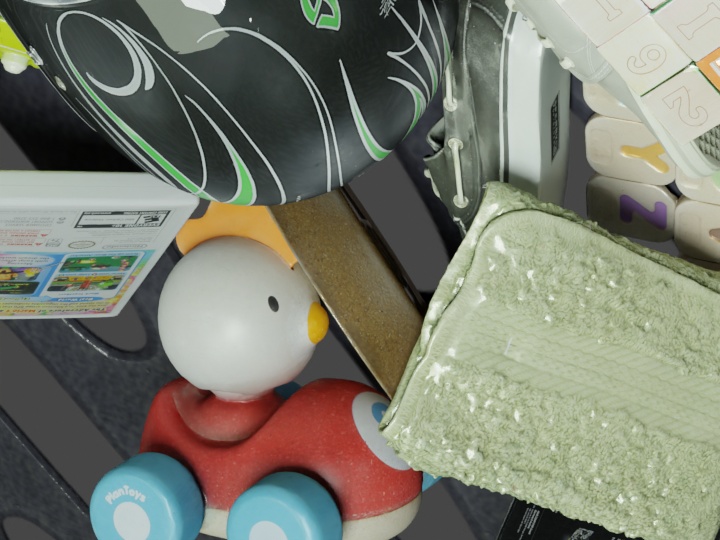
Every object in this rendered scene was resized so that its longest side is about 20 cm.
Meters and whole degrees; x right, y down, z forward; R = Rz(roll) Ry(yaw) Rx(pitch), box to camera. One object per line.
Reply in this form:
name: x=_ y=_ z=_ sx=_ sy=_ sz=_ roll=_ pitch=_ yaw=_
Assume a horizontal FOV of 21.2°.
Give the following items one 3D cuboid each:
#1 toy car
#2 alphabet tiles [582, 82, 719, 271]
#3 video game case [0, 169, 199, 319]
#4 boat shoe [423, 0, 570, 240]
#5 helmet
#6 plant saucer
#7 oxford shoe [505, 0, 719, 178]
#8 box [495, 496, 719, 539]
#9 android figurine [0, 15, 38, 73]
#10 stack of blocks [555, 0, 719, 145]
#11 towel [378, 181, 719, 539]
toy car: x=-0.051 y=0.053 z=1.108 sx=0.176 sy=0.184 sz=0.201 roll=5 pitch=106 yaw=27
alphabet tiles: x=0.201 y=-0.045 z=0.938 sx=0.195 sy=0.015 sz=0.201 roll=12 pitch=137 yaw=20
video game case: x=-0.213 y=-0.012 z=1.105 sx=0.199 sy=0.024 sz=0.182 roll=-1 pitch=159 yaw=-24
boat shoe: x=0.067 y=-0.060 z=0.964 sx=0.063 sy=0.071 sz=0.201 roll=13 pitch=130 yaw=17
helmet: x=-0.050 y=-0.122 z=0.873 sx=0.199 sy=0.201 sz=0.191 roll=-6 pitch=145 yaw=35
plant saucer: x=0.000 y=0.000 z=1.008 sx=0.035 sy=0.200 sz=0.201 roll=-33 pitch=118 yaw=3
oxford shoe: x=0.098 y=-0.124 z=0.861 sx=0.058 sy=0.075 sz=0.200 roll=-31 pitch=102 yaw=34
box: x=0.152 y=0.193 z=1.072 sx=0.163 sy=0.200 sz=0.086 roll=13 pitch=137 yaw=18
android figurine: x=-0.196 y=-0.135 z=0.989 sx=0.181 sy=0.041 sz=0.200 roll=16 pitch=174 yaw=-11
stack of blocks: x=0.099 y=-0.164 z=0.788 sx=0.058 sy=0.115 sz=0.200 roll=-32 pitch=112 yaw=34
towel: x=0.117 y=0.054 z=0.949 sx=0.199 sy=0.149 sz=0.036 roll=20 pitch=-174 yaw=-22
